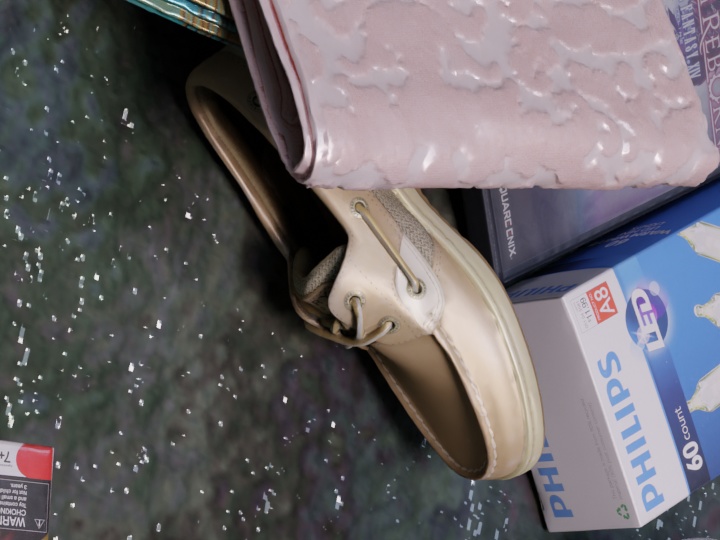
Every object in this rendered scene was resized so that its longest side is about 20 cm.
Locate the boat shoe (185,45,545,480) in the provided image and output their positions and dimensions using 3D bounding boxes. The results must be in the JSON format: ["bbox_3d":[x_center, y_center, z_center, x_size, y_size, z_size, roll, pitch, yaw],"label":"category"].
[{"bbox_3d":[0.000,0.000,1.065,0.065,0.072,0.201,-33,99,-34],"label":"boat shoe"}]

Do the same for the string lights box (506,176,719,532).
[{"bbox_3d":[0.146,0.024,1.189,0.200,0.059,0.103,-28,102,-39],"label":"string lights box"}]

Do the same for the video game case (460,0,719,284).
[{"bbox_3d":[0.114,-0.095,1.174,0.199,0.019,0.144,-25,115,-35],"label":"video game case"}]

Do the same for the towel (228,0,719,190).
[{"bbox_3d":[0.033,-0.118,1.046,0.199,0.032,0.192,-2,66,-37],"label":"towel"}]

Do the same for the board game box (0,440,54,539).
[{"bbox_3d":[-0.193,0.111,0.905,0.199,0.035,0.127,10,77,-39],"label":"board game box"}]

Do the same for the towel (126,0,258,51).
[{"bbox_3d":[-0.069,-0.153,1.025,0.199,0.022,0.147,21,53,-27],"label":"towel"}]
